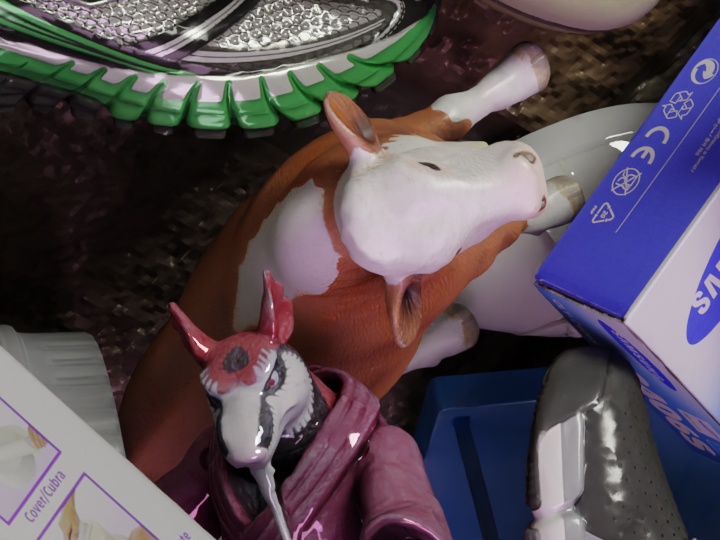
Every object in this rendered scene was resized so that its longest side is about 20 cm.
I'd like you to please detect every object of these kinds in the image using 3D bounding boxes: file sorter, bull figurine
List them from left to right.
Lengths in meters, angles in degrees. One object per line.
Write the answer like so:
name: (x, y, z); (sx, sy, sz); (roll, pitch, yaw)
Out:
bull figurine: (0.000, 0.000, 0.804); (0.121, 0.065, 0.200); (-27, 169, -42)
file sorter: (0.119, 0.112, 0.935); (0.199, 0.123, 0.139); (-4, 145, -13)

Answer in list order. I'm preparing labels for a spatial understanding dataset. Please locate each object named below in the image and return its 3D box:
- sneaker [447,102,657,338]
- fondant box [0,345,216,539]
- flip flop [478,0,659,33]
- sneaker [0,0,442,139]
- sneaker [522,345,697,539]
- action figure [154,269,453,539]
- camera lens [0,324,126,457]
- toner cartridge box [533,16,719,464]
sneaker: (0.114, -0.002, 0.884); (0.199, 0.085, 0.073); (-6, 132, -9)
fondant box: (-0.110, 0.084, 0.661); (0.200, 0.058, 0.144); (42, 128, -8)
flip flop: (0.014, -0.114, 0.753); (0.199, 0.082, 0.057); (19, 163, -33)
sneaker: (-0.067, -0.085, 0.764); (0.199, 0.078, 0.086); (-1, 116, -24)
sneaker: (0.108, 0.117, 0.789); (0.115, 0.075, 0.201); (-5, 93, 12)
action figure: (0.001, 0.088, 0.748); (0.149, 0.133, 0.201); (-34, 121, -46)
camera lens: (-0.167, 0.101, 0.834); (0.199, 0.160, 0.161); (-7, 131, -11)
toner cartridge box: (0.141, -0.046, 0.822); (0.200, 0.043, 0.095); (-54, 129, -9)
